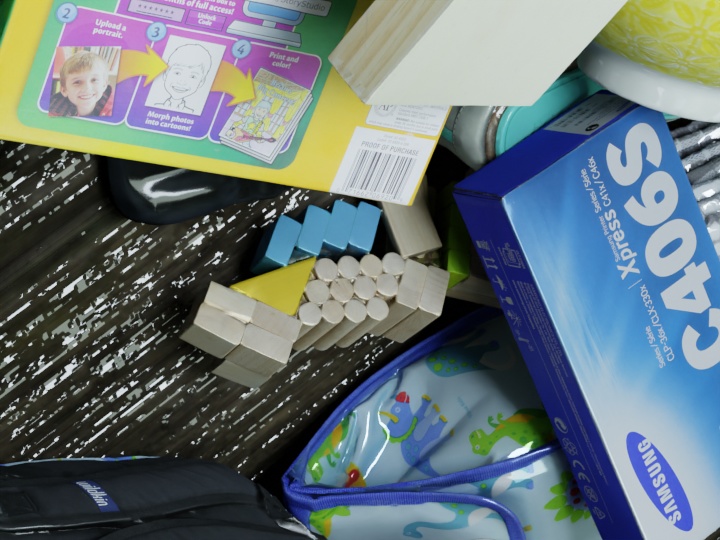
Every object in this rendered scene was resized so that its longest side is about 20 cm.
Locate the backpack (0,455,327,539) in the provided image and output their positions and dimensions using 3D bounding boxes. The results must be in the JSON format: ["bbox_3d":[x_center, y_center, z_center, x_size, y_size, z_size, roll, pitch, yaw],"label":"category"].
[{"bbox_3d":[-0.094,0.151,0.939,0.200,0.163,0.154,-19,136,-46],"label":"backpack"}]

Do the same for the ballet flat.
[{"bbox_3d":[0.112,-0.099,1.022,0.200,0.064,0.068,-21,126,-34],"label":"ballet flat"}]

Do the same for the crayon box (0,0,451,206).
[{"bbox_3d":[-0.051,-0.101,0.826,0.199,0.058,0.119,8,116,-32],"label":"crayon box"}]

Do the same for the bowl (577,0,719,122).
[{"bbox_3d":[0.147,-0.129,0.933,0.200,0.200,0.108,-5,121,-41],"label":"bowl"}]

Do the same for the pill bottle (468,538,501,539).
[{"bbox_3d":[0.026,0.211,1.005,0.110,0.111,0.200,-19,162,-33],"label":"pill bottle"}]

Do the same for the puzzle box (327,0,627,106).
[{"bbox_3d":[0.088,-0.137,0.770,0.200,0.025,0.133,-48,159,24],"label":"puzzle box"}]

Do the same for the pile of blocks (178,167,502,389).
[{"bbox_3d":[0.000,0.000,0.999,0.199,0.082,0.062,-13,168,-26],"label":"pile of blocks"}]

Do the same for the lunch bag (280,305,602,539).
[{"bbox_3d":[0.062,0.122,1.086,0.199,0.128,0.170,-23,134,-13],"label":"lunch bag"}]

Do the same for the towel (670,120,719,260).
[{"bbox_3d":[0.234,-0.020,1.084,0.199,0.086,0.166,-24,134,-8],"label":"towel"}]

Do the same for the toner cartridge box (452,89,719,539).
[{"bbox_3d":[0.124,0.028,0.977,0.095,0.043,0.200,-33,112,-21],"label":"toner cartridge box"}]

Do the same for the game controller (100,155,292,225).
[{"bbox_3d":[-0.062,-0.111,0.880,0.104,0.042,0.201,-14,125,-19],"label":"game controller"}]
